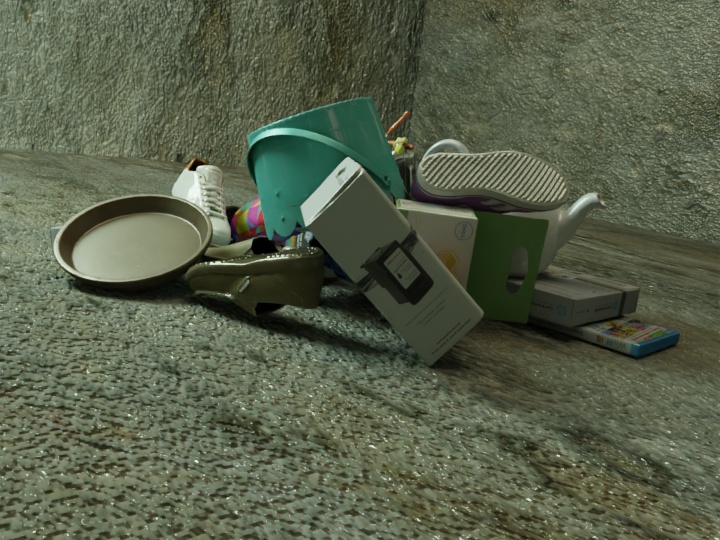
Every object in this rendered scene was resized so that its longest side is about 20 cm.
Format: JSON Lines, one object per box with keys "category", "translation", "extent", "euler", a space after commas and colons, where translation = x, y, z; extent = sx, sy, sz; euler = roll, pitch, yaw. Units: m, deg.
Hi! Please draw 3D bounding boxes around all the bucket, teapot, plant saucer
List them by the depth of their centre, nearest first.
{"category": "plant saucer", "translation": [-0.288, -0.036, 0.889], "extent": [0.195, 0.030, 0.202], "euler": [2, 36, -1]}
{"category": "bucket", "translation": [-0.049, -0.133, 0.907], "extent": [0.203, 0.138, 0.207], "euler": [-17, 6, 2]}
{"category": "teapot", "translation": [0.204, -0.097, 0.992], "extent": [0.196, 0.149, 0.198], "euler": [0, 30, -23]}

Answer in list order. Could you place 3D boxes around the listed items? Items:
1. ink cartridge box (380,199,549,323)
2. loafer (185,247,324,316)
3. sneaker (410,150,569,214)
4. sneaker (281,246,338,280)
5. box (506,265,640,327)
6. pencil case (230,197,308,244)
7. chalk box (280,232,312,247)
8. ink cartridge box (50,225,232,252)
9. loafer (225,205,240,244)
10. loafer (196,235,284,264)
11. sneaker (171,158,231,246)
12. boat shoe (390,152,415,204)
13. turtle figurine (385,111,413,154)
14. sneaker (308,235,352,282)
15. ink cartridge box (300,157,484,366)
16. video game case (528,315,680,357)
{"category": "ink cartridge box", "translation": [0.130, -0.002, 0.863], "extent": [0.195, 0.149, 0.048], "euler": [8, 20, -1]}
{"category": "loafer", "translation": [-0.124, 0.017, 0.795], "extent": [0.197, 0.069, 0.075], "euler": [-5, 5, 37]}
{"category": "sneaker", "translation": [0.160, -0.096, 0.894], "extent": [0.195, 0.074, 0.115], "euler": [7, -26, -3]}
{"category": "sneaker", "translation": [-0.046, -0.035, 1.080], "extent": [0.077, 0.084, 0.198], "euler": [18, 16, 39]}
{"category": "box", "translation": [0.283, 0.032, 0.989], "extent": [0.197, 0.042, 0.154], "euler": [-3, 15, -45]}
{"category": "pencil case", "translation": [-0.129, -0.081, 1.097], "extent": [0.087, 0.091, 0.198], "euler": [-3, -10, -41]}
{"category": "chalk box", "translation": [-0.051, -0.086, 1.231], "extent": [0.122, 0.128, 0.199], "euler": [0, 15, -34]}
{"category": "ink cartridge box", "translation": [-0.322, -0.056, 1.046], "extent": [0.195, 0.044, 0.196], "euler": [1, 9, 14]}
{"category": "loafer", "translation": [-0.233, -0.076, 1.227], "extent": [0.069, 0.075, 0.200], "euler": [-1, 4, 15]}
{"category": "loafer", "translation": [-0.149, -0.015, 0.950], "extent": [0.196, 0.069, 0.076], "euler": [13, 12, 24]}
{"category": "sneaker", "translation": [-0.243, -0.114, 1.081], "extent": [0.072, 0.086, 0.200], "euler": [18, 22, -41]}
{"category": "boat shoe", "translation": [0.070, -0.069, 1.014], "extent": [0.062, 0.205, 0.071], "euler": [-8, 15, 5]}
{"category": "turtle figurine", "translation": [0.046, -0.137, 1.072], "extent": [0.161, 0.200, 0.064], "euler": [44, 0, 5]}
{"category": "sneaker", "translation": [0.000, 0.000, 0.966], "extent": [0.078, 0.067, 0.200], "euler": [-29, 51, -21]}
{"category": "ink cartridge box", "translation": [0.027, -0.015, 0.751], "extent": [0.200, 0.083, 0.145], "euler": [48, 3, -14]}
{"category": "video game case", "translation": [0.319, 0.073, 0.961], "extent": [0.141, 0.018, 0.198], "euler": [-3, 15, -45]}
